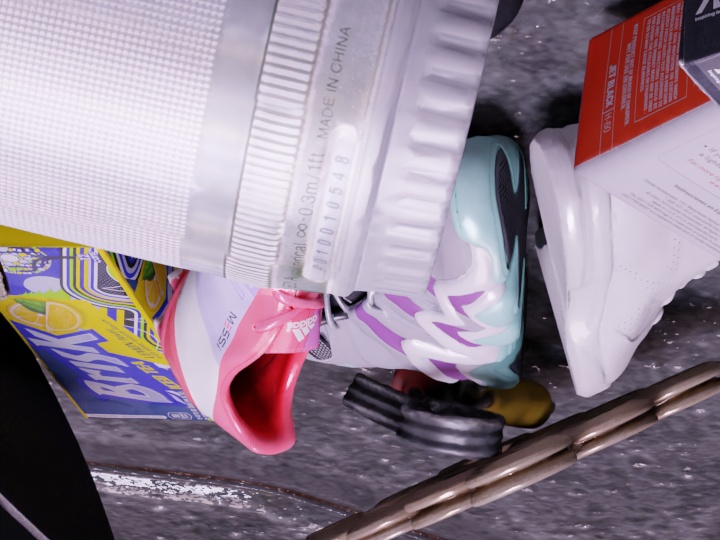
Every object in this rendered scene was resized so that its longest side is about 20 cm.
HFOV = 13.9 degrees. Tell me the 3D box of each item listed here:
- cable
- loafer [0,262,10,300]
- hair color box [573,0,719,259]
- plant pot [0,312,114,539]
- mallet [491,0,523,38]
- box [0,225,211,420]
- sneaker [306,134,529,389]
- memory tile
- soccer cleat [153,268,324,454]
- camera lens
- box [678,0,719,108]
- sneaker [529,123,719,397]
[{"bbox_3d":[0.033,0.055,1.334,0.096,0.051,0.200,14,178,9],"label":"cable"},{"bbox_3d":[-0.160,-0.060,1.089,0.067,0.076,0.201,-7,134,-18],"label":"loafer"},{"bbox_3d":[0.178,-0.070,1.021,0.101,0.062,0.199,29,145,-31],"label":"hair color box"},{"bbox_3d":[-0.234,0.079,1.271,0.199,0.178,0.200,-28,130,16],"label":"plant pot"},{"bbox_3d":[0.098,-0.119,0.989,0.199,0.041,0.066,-9,152,22],"label":"mallet"},{"bbox_3d":[-0.113,0.002,1.283,0.070,0.065,0.200,0,157,13],"label":"box"},{"bbox_3d":[0.000,0.000,1.233,0.139,0.078,0.200,3,157,4],"label":"sneaker"},{"bbox_3d":[0.066,0.089,1.340,0.153,0.017,0.200,-22,176,-36],"label":"memory tile"},{"bbox_3d":[-0.034,-0.012,1.151,0.066,0.077,0.201,-21,147,-31],"label":"soccer cleat"},{"bbox_3d":[-0.060,-0.084,0.916,0.199,0.161,0.160,14,157,0],"label":"camera lens"},{"bbox_3d":[0.218,-0.050,0.937,0.160,0.049,0.200,-13,143,34],"label":"box"},{"bbox_3d":[0.119,-0.006,1.215,0.088,0.076,0.200,-15,160,-3],"label":"sneaker"}]
